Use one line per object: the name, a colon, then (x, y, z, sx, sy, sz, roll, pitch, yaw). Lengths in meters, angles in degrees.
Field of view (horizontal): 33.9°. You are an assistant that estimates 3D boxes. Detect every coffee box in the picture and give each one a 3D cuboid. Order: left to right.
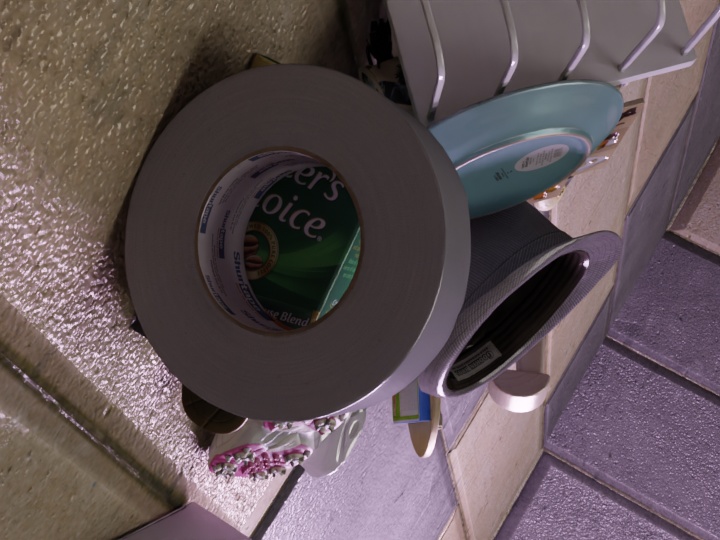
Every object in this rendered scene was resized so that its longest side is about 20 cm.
coffee box: (-0.055, -0.024, 0.758, 0.202, 0.122, 0.044, -63, 158, 6)

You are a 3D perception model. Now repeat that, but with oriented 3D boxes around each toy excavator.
toy excavator: (0.130, 0.018, 1.174, 0.195, 0.199, 0.100, -53, 159, -26)

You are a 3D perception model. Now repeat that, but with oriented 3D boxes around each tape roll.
tape roll: (-0.036, -0.015, 0.692, 0.202, 0.199, 0.066, -64, 161, 6)

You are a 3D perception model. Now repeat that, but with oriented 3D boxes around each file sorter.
file sorter: (0.120, -0.193, 0.765, 0.197, 0.141, 0.125, -15, 172, -4)

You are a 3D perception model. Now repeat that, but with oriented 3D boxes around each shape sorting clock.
shape sorting clock: (0.058, 0.073, 1.113, 0.200, 0.039, 0.203, 179, -90, -79)

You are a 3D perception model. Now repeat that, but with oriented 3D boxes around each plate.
plate: (0.098, -0.074, 0.846, 0.198, 0.026, 0.200, -16, 163, -5)

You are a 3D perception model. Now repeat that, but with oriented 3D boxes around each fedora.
fedora: (0.107, 0.010, 0.960, 0.200, 0.091, 0.176, -48, 155, 19)

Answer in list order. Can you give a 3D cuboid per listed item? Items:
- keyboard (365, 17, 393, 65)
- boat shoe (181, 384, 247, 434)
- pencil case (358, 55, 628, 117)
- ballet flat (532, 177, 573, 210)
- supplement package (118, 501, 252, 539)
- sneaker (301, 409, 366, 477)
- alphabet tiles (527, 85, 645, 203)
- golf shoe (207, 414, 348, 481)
keyboard: (0.051, -0.170, 0.908, 0.040, 0.103, 0.202, -110, -171, -53)
boat shoe: (-0.075, 0.015, 0.849, 0.066, 0.073, 0.202, -47, 161, -79)
pencil case: (0.102, -0.142, 0.862, 0.198, 0.090, 0.078, -20, 131, -2)
ballet flat: (0.218, -0.144, 1.166, 0.066, 0.056, 0.202, -26, 141, -55)
supplement package: (-0.138, 0.285, 0.902, 0.200, 0.155, 0.112, -13, 128, -65)
sneaker: (-0.023, 0.071, 1.018, 0.078, 0.099, 0.202, 1, -118, 63)
alphabet tiles: (0.115, -0.082, 0.907, 0.198, 0.006, 0.167, -16, 158, -14)
golf shoe: (-0.067, 0.104, 0.942, 0.200, 0.075, 0.093, -44, -136, 47)
